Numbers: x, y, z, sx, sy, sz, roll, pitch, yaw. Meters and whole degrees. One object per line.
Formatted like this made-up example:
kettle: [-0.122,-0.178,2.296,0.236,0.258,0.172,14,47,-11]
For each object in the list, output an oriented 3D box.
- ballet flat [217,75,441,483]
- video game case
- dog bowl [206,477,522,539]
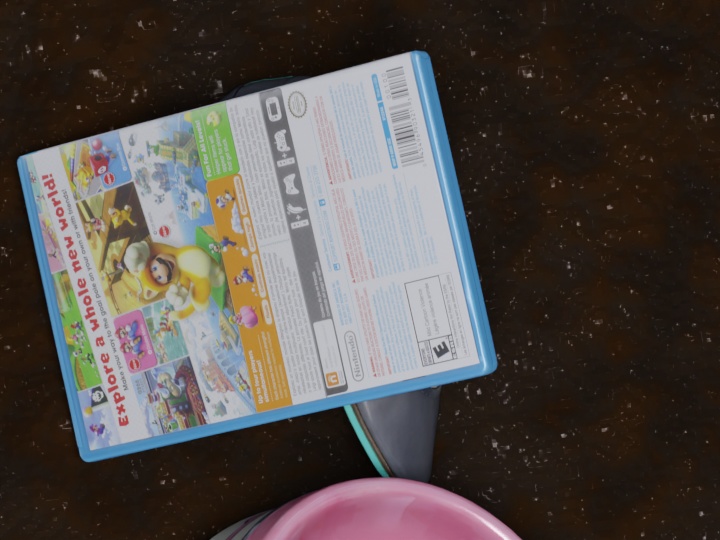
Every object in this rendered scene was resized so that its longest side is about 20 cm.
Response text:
ballet flat: [0.000,0.000,1.313,0.073,0.073,0.200,-27,88,-10]
video game case: [-0.048,-0.004,1.286,0.200,0.018,0.143,-13,88,21]
dog bowl: [0.011,0.178,1.257,0.200,0.074,0.200,14,56,-21]
